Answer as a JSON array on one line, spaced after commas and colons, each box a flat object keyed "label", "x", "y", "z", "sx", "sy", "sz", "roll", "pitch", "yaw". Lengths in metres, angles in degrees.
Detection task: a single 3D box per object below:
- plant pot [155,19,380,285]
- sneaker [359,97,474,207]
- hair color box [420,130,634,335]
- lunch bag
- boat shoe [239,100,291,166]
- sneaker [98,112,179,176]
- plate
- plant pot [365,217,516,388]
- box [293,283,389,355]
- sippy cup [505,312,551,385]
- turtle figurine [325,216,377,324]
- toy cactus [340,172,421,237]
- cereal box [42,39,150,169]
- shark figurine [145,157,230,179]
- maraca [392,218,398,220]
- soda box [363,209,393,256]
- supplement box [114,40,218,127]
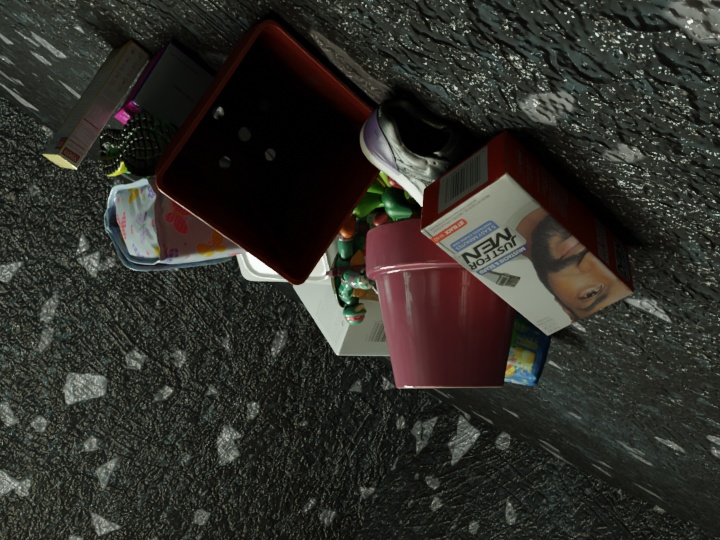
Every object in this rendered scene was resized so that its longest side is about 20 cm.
[{"label": "plant pot", "x": -0.110, "y": -0.139, "z": 0.920, "sx": 0.198, "sy": 0.202, "sz": 0.176, "roll": 36, "pitch": 180, "yaw": -28}, {"label": "sneaker", "x": 0.090, "y": -0.097, "z": 0.824, "sx": 0.198, "sy": 0.077, "sz": 0.087, "roll": 33, "pitch": 165, "yaw": -7}, {"label": "hair color box", "x": 0.164, "y": -0.029, "z": 0.799, "sx": 0.198, "sy": 0.065, "sz": 0.110, "roll": 35, "pitch": 132, "yaw": -27}, {"label": "lunch bag", "x": -0.230, "y": -0.067, "z": 1.083, "sx": 0.167, "sy": 0.131, "sz": 0.198, "roll": -10, "pitch": -171, "yaw": -35}, {"label": "boat shoe", "x": -0.103, "y": -0.134, "z": 1.076, "sx": 0.202, "sy": 0.075, "sz": 0.086, "roll": 47, "pitch": 141, "yaw": -12}, {"label": "sneaker", "x": -0.275, "y": -0.165, "z": 1.082, "sx": 0.084, "sy": 0.080, "sz": 0.198, "roll": -6, "pitch": -171, "yaw": -38}, {"label": "plate", "x": -0.116, "y": -0.049, "z": 1.212, "sx": 0.194, "sy": 0.033, "sz": 0.203, "roll": 3, "pitch": 133, "yaw": 18}, {"label": "plant pot", "x": 0.102, "y": 0.044, "z": 0.955, "sx": 0.194, "sy": 0.184, "sz": 0.200, "roll": -1, "pitch": 171, "yaw": 0}, {"label": "box", "x": -0.001, "y": 0.041, "z": 1.374, "sx": 0.149, "sy": 0.108, "sz": 0.201, "roll": 4, "pitch": -149, "yaw": -33}, {"label": "sippy cup", "x": 0.239, "y": 0.123, "z": 1.335, "sx": 0.128, "sy": 0.143, "sz": 0.178, "roll": 16, "pitch": -155, "yaw": 19}, {"label": "turtle figurine", "x": 0.000, "y": 0.000, "z": 1.147, "sx": 0.098, "sy": 0.206, "sz": 0.150, "roll": -6, "pitch": -175, "yaw": 12}, {"label": "toy cactus", "x": 0.060, "y": -0.075, "z": 1.018, "sx": 0.162, "sy": 0.105, "sz": 0.199, "roll": 23, "pitch": 165, "yaw": -16}, {"label": "cereal box", "x": -0.399, "y": -0.246, "z": 1.230, "sx": 0.039, "sy": 0.203, "sz": 0.143, "roll": 34, "pitch": 170, "yaw": -29}, {"label": "shark figurine", "x": -0.218, "y": -0.146, "z": 1.244, "sx": 0.213, "sy": 0.129, "sz": 0.090, "roll": 31, "pitch": -169, "yaw": -46}, {"label": "maraca", "x": 0.089, "y": -0.021, "z": 1.143, "sx": 0.202, "sy": 0.106, "sz": 0.137, "roll": 56, "pitch": 179, "yaw": 24}, {"label": "soda box", "x": -0.033, "y": -0.074, "z": 1.292, "sx": 0.062, "sy": 0.072, "sz": 0.198, "roll": 7, "pitch": -171, "yaw": -39}, {"label": "supplement box", "x": -0.271, "y": -0.239, "z": 1.164, "sx": 0.100, "sy": 0.105, "sz": 0.199, "roll": 35, "pitch": 172, "yaw": -21}]
